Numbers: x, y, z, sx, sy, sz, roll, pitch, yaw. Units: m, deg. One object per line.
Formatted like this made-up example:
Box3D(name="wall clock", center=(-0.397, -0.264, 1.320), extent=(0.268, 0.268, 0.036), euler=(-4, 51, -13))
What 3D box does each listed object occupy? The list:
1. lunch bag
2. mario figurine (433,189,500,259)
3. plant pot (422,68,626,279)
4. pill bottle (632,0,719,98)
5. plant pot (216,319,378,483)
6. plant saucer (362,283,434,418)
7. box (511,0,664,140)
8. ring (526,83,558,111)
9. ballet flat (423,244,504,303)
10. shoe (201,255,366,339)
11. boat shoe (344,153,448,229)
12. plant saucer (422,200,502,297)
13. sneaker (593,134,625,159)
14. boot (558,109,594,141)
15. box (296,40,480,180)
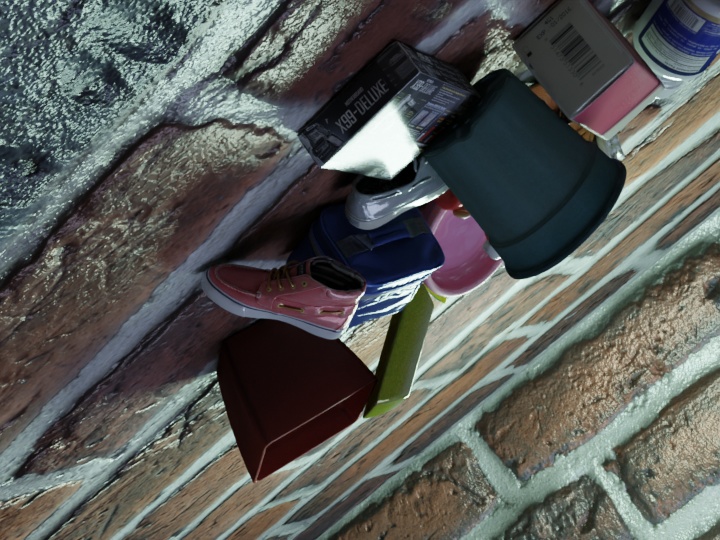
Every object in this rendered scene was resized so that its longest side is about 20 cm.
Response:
Box3D(name="lunch bag", center=(0.005, -0.019, 1.677), extent=(0.198, 0.137, 0.133), euler=(-18, 156, -43))
Box3D(name="mario figurine", center=(0.180, -0.098, 1.725), extent=(0.106, 0.198, 0.125), euler=(125, -17, -48))
Box3D(name="plant pot", center=(0.193, -0.130, 1.558), extent=(0.200, 0.196, 0.201), euler=(-41, -163, 16))
Box3D(name="pill bottle", center=(0.441, -0.331, 1.713), extent=(0.119, 0.120, 0.201), euler=(-26, 162, -29))
Box3D(name="plant pot", center=(-0.115, 0.173, 1.898), extent=(0.198, 0.177, 0.201), euler=(-29, 164, -21))
Box3D(name="plant saucer", center=(0.061, 0.123, 1.882), extent=(0.200, 0.047, 0.203), euler=(113, -6, -77))
Box3D(name="box", center=(0.295, -0.259, 1.604), extent=(0.109, 0.129, 0.199), euler=(-41, 164, 17))
Box3D(name="ring", center=(0.206, -0.204, 1.778), extent=(0.199, 0.019, 0.201), euler=(-32, 163, -11))
Box3D(name="ballet flat", center=(0.187, -0.020, 1.938), extent=(0.199, 0.067, 0.067), euler=(-36, 167, -2))
Box3D(name="shoe", center=(-0.093, 0.015, 1.563), extent=(0.197, 0.072, 0.092), euler=(19, 131, -13))
Box3D(name="boat shoe", center=(0.063, -0.126, 1.611), extent=(0.200, 0.070, 0.072), euler=(-34, 153, -28))
Box3D(name="plant saucer", center=(0.151, -0.060, 1.836), extent=(0.199, 0.051, 0.203), euler=(-26, 134, -30))
Box3D(name="sneaker", center=(0.371, -0.199, 2.055), extent=(0.098, 0.071, 0.200), euler=(-18, 180, 20))
Box3D(name="boot", center=(0.301, -0.173, 1.865), extent=(0.155, 0.073, 0.202), euler=(82, 26, -65))
Box3D(name="box", center=(0.037, -0.178, 1.449), extent=(0.157, 0.050, 0.199), euler=(-42, 163, 20))
